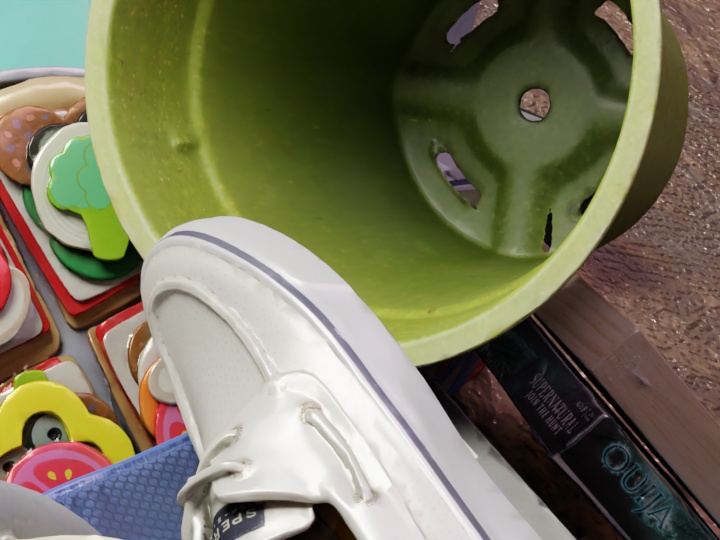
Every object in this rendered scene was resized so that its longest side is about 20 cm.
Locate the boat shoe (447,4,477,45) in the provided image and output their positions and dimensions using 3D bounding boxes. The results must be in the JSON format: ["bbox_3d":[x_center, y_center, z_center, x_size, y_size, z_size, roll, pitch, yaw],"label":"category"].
[{"bbox_3d":[0.001,-0.112,0.990,0.062,0.073,0.200,7,14,16],"label":"boat shoe"}]

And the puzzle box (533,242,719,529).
[{"bbox_3d":[0.117,0.052,0.935,0.133,0.025,0.200,49,2,-17],"label":"puzzle box"}]

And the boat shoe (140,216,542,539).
[{"bbox_3d":[-0.015,0.064,0.633,0.070,0.071,0.200,-19,57,-35],"label":"boat shoe"}]

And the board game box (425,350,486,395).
[{"bbox_3d":[-0.049,-0.005,0.998,0.195,0.056,0.200,36,28,13],"label":"board game box"}]

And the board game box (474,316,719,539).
[{"bbox_3d":[0.101,0.078,0.893,0.135,0.028,0.200,49,3,-18],"label":"board game box"}]

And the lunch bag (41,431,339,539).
[{"bbox_3d":[-0.029,0.147,0.686,0.135,0.133,0.200,-20,50,-32],"label":"lunch bag"}]

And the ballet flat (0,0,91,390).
[{"bbox_3d":[-0.132,-0.026,0.854,0.075,0.201,0.064,8,-14,0],"label":"ballet flat"}]

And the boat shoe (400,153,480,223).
[{"bbox_3d":[0.000,0.000,0.918,0.199,0.072,0.062,-20,72,-47],"label":"boat shoe"}]

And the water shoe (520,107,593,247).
[{"bbox_3d":[0.059,-0.042,1.098,0.071,0.079,0.199,22,4,41],"label":"water shoe"}]

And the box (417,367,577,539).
[{"bbox_3d":[0.066,0.142,0.763,0.043,0.161,0.200,-34,58,-13],"label":"box"}]

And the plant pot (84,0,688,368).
[{"bbox_3d":[0.035,-0.065,0.805,0.200,0.201,0.190,40,13,20],"label":"plant pot"}]

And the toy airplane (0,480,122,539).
[{"bbox_3d":[-0.151,0.094,0.585,0.199,0.200,0.141,29,38,4],"label":"toy airplane"}]

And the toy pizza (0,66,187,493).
[{"bbox_3d":[-0.101,0.023,0.797,0.199,0.032,0.202,4,76,-16],"label":"toy pizza"}]
